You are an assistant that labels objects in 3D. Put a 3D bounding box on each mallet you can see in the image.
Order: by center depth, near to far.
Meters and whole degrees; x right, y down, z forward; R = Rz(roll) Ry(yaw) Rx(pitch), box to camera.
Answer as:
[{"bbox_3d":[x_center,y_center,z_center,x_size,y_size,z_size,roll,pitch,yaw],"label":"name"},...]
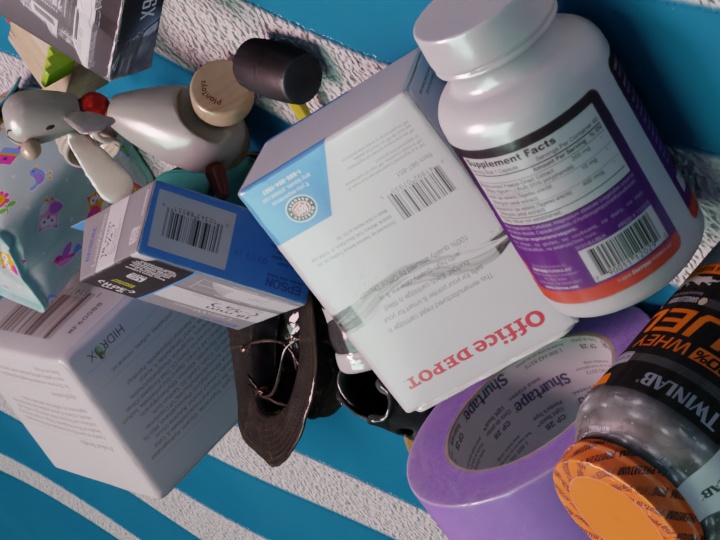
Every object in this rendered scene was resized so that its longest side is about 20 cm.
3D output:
[{"bbox_3d":[-0.022,-0.089,1.542,0.066,0.041,0.200,17,148,52],"label":"mallet"}]

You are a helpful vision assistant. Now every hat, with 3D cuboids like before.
[{"bbox_3d":[-0.044,0.060,1.717,0.200,0.080,0.203,180,90,-68],"label":"hat"}]

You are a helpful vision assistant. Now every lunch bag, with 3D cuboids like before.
[{"bbox_3d":[-0.312,-0.077,1.851,0.199,0.171,0.122,20,148,38],"label":"lunch bag"}]

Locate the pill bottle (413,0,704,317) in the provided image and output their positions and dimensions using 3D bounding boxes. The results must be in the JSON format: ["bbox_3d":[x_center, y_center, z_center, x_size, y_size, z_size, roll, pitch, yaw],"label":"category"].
[{"bbox_3d":[0.114,-0.081,1.239,0.111,0.111,0.201,6,136,54],"label":"pill bottle"}]

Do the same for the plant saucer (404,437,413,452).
[{"bbox_3d":[0.100,0.160,1.656,0.200,0.035,0.201,36,154,20],"label":"plant saucer"}]

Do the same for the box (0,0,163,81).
[{"bbox_3d":[-0.222,-0.251,1.496,0.199,0.050,0.159,32,124,26],"label":"box"}]

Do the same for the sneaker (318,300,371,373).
[{"bbox_3d":[0.000,0.000,1.578,0.200,0.072,0.113,-100,-5,-79],"label":"sneaker"}]

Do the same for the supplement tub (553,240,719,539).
[{"bbox_3d":[0.210,0.078,1.232,0.122,0.200,0.123,34,154,19],"label":"supplement tub"}]

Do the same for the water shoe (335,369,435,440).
[{"bbox_3d":[0.018,0.076,1.595,0.078,0.072,0.200,12,-174,-18],"label":"water shoe"}]

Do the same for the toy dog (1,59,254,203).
[{"bbox_3d":[-0.169,-0.094,1.599,0.198,0.097,0.132,-12,152,17],"label":"toy dog"}]

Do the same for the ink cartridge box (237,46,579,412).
[{"bbox_3d":[0.038,-0.025,1.405,0.144,0.084,0.200,-29,109,24],"label":"ink cartridge box"}]

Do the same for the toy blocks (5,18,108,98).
[{"bbox_3d":[-0.245,-0.220,1.635,0.137,0.100,0.200,54,156,8],"label":"toy blocks"}]

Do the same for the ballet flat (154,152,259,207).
[{"bbox_3d":[-0.101,-0.058,1.703,0.063,0.069,0.199,25,171,-32],"label":"ballet flat"}]

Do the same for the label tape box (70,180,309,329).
[{"bbox_3d":[-0.139,-0.004,1.642,0.143,0.064,0.200,18,163,-23],"label":"label tape box"}]

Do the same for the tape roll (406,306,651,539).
[{"bbox_3d":[0.136,0.119,1.417,0.085,0.200,0.199,52,155,-21],"label":"tape roll"}]

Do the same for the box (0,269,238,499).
[{"bbox_3d":[-0.208,0.071,1.891,0.198,0.200,0.172,6,134,53],"label":"box"}]
